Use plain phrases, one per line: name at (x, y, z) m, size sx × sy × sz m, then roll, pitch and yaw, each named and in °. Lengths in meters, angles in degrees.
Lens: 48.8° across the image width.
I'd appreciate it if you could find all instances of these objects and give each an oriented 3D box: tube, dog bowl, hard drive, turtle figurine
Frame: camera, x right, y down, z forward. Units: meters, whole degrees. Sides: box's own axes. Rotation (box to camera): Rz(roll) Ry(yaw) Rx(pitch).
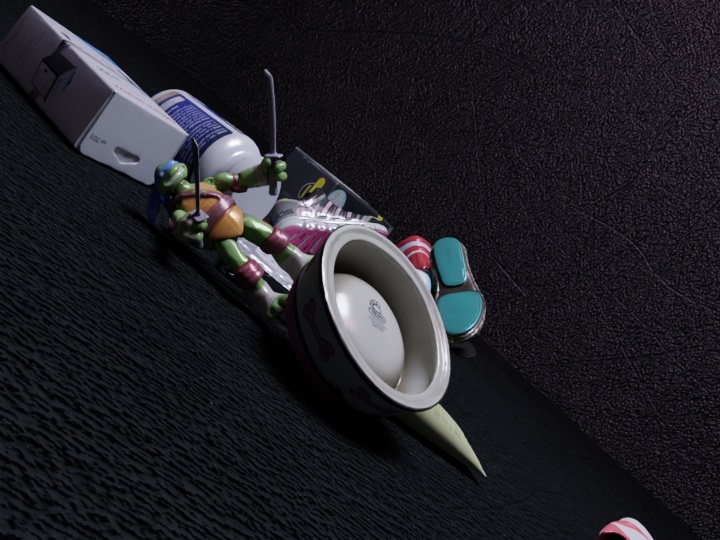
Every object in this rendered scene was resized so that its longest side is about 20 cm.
tube at (0.075, 0.171, 0.932) m, size 0.199 × 0.059 × 0.051 m, roll 41°, pitch -40°, yaw -25°
dog bowl at (0.005, 0.059, 0.808) m, size 0.199 × 0.073 × 0.203 m, roll 35°, pitch 38°, yaw -34°
hard drive at (-0.107, 0.008, 1.003) m, size 0.139 × 0.038 × 0.200 m, roll 40°, pitch 7°, yaw -7°
turtle figurine at (-0.118, -0.057, 0.815) m, size 0.194 × 0.199 × 0.144 m, roll 47°, pitch 19°, yaw -13°

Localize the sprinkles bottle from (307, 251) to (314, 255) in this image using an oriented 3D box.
sprinkles bottle at (-0.054, 0.006, 1.187) m, size 0.199 × 0.069 × 0.068 m, roll 37°, pitch 6°, yaw -34°

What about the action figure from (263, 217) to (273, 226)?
action figure at (-0.158, -0.102, 1.219) m, size 0.200 × 0.099 × 0.065 m, roll 43°, pitch 7°, yaw -2°

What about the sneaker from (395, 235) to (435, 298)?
sneaker at (0.074, 0.038, 1.185) m, size 0.070 × 0.202 × 0.114 m, roll 1°, pitch 49°, yaw -11°

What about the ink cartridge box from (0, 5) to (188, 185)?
ink cartridge box at (-0.329, -0.212, 0.975) m, size 0.200 × 0.086 × 0.146 m, roll 42°, pitch 6°, yaw 25°

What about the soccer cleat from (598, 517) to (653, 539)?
soccer cleat at (0.412, 0.434, 1.099) m, size 0.072 × 0.069 × 0.200 m, roll 3°, pitch 34°, yaw -38°

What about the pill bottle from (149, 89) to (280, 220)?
pill bottle at (-0.203, -0.146, 1.049) m, size 0.199 × 0.117 × 0.115 m, roll 37°, pitch 4°, yaw 27°

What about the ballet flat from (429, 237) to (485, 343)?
ballet flat at (0.125, 0.041, 1.024) m, size 0.202 × 0.066 × 0.076 m, roll -93°, pitch 173°, yaw -52°

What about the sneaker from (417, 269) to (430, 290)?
sneaker at (0.000, 0.000, 1.079) m, size 0.129 × 0.081 × 0.199 m, roll 19°, pitch -1°, yaw -25°

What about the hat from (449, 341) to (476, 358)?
hat at (0.056, 0.107, 1.030) m, size 0.197 × 0.082 × 0.201 m, roll 19°, pitch 2°, yaw -1°

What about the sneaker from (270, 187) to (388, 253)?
sneaker at (-0.046, -0.072, 1.113) m, size 0.197 × 0.074 × 0.089 m, roll 1°, pitch 54°, yaw -39°

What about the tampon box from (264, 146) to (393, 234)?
tampon box at (-0.067, -0.083, 1.358) m, size 0.126 × 0.151 × 0.199 m, roll 43°, pitch 7°, yaw 35°
